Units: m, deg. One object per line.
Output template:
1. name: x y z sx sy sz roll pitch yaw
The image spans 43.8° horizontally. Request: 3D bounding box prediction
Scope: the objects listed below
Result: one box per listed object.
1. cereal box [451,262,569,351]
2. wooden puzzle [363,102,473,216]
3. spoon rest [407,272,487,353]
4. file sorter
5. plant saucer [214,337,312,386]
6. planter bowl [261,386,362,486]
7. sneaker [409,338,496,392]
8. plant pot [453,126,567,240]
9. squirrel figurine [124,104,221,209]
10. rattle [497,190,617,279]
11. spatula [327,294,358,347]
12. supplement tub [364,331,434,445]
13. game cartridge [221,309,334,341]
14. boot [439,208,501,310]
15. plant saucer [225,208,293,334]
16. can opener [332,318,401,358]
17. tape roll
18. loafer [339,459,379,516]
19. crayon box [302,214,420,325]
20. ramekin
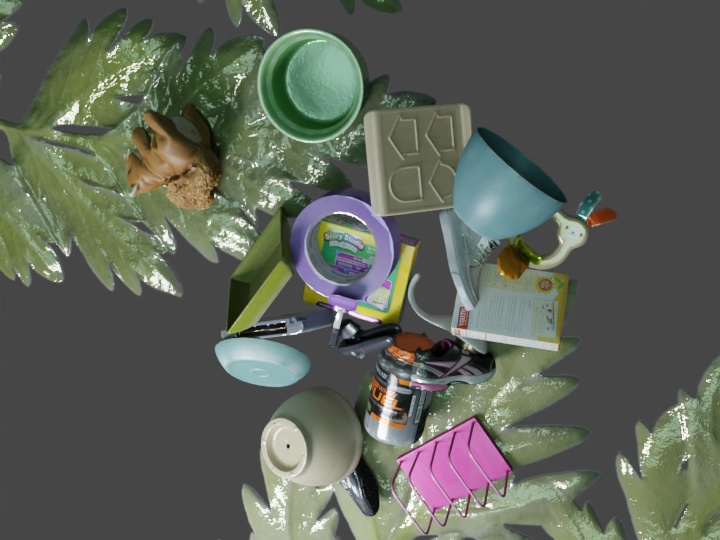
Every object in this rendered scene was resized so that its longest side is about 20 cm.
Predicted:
1. cereal box: 0.275 0.063 1.648 0.198 0.145 0.040 9 154 13
2. wooden puzzle: 0.106 -0.200 1.611 0.198 0.046 0.187 -7 97 -15
3. spoon rest: 0.164 0.092 1.711 0.200 0.099 0.061 44 99 9
4. file sorter: 0.179 0.416 1.789 0.199 0.125 0.139 -33 97 22
5. plant saucer: -0.197 0.191 1.795 0.198 0.036 0.200 6 152 3
6. planter bowl: -0.115 0.344 1.802 0.199 0.134 0.202 3 95 36
7. sneaker: 0.178 0.169 1.681 0.080 0.199 0.087 7 101 48
8. plant pot: 0.237 -0.133 1.549 0.200 0.200 0.135 39 110 0
9. squirrel figurine: -0.369 -0.195 1.734 0.186 0.142 0.200 -39 92 29
10. rattle: 0.346 -0.065 1.584 0.199 0.143 0.131 -12 87 24
11. spatula: -0.044 0.098 1.714 0.056 0.021 0.201 16 144 0
12. supplement tub: 0.082 0.230 1.756 0.122 0.123 0.202 15 110 10
13. game cartridge: -0.158 0.108 1.768 0.199 0.133 0.042 -9 86 31
14. boot: 0.209 -0.033 1.627 0.095 0.074 0.202 -17 71 16
15. plant saucer: -0.186 0.008 1.731 0.048 0.200 0.200 28 115 -21
16. can opener: 0.012 0.135 1.732 0.078 0.064 0.199 35 159 -25
17. tape roll: -0.027 -0.048 1.664 0.198 0.066 0.202 4 106 14
18. loafer: -0.023 0.425 1.880 0.070 0.068 0.202 -24 95 29
19. crayon box: 0.000 0.000 1.737 0.199 0.058 0.174 16 110 10
20. ramekin: -0.078 -0.339 1.625 0.198 0.098 0.202 5 108 14
